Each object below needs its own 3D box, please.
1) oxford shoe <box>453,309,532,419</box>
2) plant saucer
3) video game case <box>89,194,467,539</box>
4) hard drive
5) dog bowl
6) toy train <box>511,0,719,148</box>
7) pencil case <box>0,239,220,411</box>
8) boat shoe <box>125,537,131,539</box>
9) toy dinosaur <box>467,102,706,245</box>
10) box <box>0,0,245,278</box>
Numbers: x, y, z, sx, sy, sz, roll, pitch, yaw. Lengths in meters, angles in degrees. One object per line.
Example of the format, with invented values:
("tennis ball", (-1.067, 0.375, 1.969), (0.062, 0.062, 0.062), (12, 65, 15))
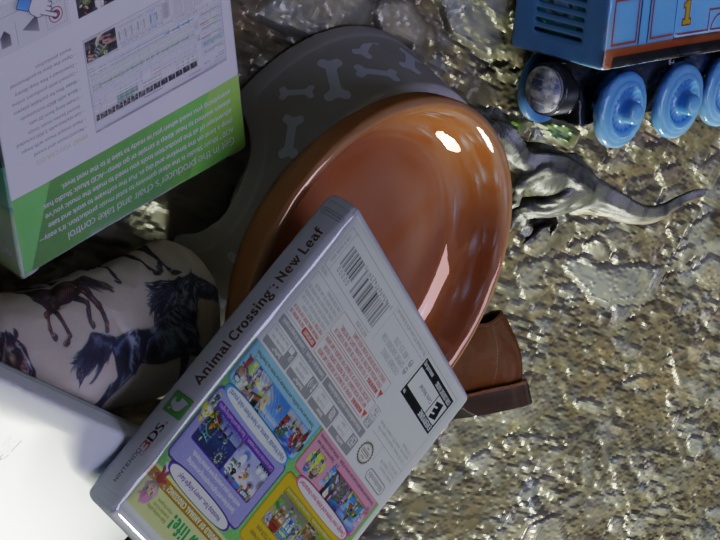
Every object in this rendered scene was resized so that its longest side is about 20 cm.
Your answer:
("oxford shoe", (0.017, 0.060, 1.244), (0.199, 0.071, 0.072), (-9, 91, -44))
("plant saucer", (0.000, 0.000, 1.091), (0.200, 0.037, 0.201), (-30, 133, -37))
("video game case", (-0.033, 0.084, 1.052), (0.182, 0.022, 0.200), (-51, 147, -13))
("hard drive", (-0.169, 0.107, 0.944), (0.132, 0.026, 0.200), (-46, 154, 3))
("dog bowl", (-0.008, -0.027, 1.143), (0.199, 0.058, 0.201), (-30, 135, -36))
("toy train", (0.170, -0.142, 1.262), (0.199, 0.086, 0.115), (-14, 118, -45))
("pencil case", (-0.154, 0.042, 0.999), (0.199, 0.089, 0.078), (-17, 98, -44))
("boat shoe", (-0.159, 0.139, 1.073), (0.067, 0.057, 0.200), (-55, 144, -8))
("toy dinosaur", (0.112, -0.044, 1.262), (0.199, 0.048, 0.088), (17, 141, -39))
("box", (-0.123, -0.113, 0.967), (0.144, 0.036, 0.201), (-33, 135, -33))
